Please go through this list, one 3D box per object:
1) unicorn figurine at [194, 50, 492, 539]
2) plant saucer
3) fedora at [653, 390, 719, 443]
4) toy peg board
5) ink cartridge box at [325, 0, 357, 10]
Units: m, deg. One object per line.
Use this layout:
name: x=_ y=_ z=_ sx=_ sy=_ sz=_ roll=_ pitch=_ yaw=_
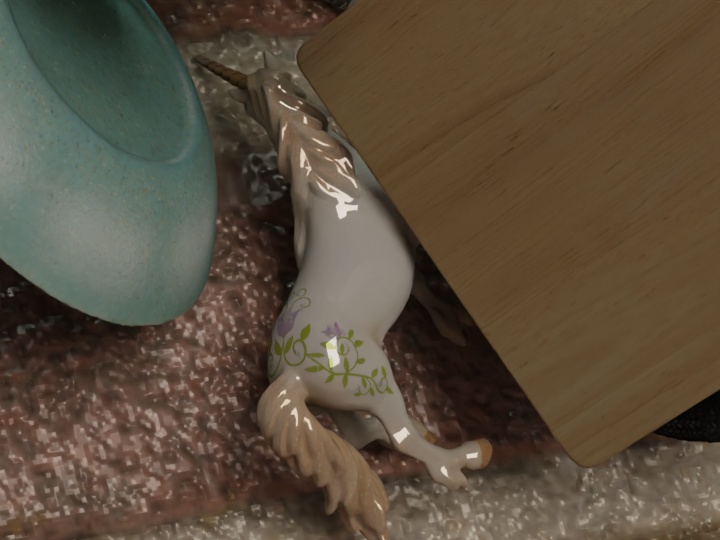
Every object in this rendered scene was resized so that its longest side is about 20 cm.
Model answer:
unicorn figurine: x=0.000 y=0.000 z=0.964 sx=0.137 sy=0.074 sz=0.200 roll=34 pitch=40 yaw=-29
plant saucer: x=-0.110 y=-0.075 z=0.908 sx=0.201 sy=0.039 sz=0.201 roll=42 pitch=28 yaw=-28
fedora: x=0.147 y=-0.024 z=1.013 sx=0.092 sy=0.201 sz=0.201 roll=-3 pitch=66 yaw=-60
toy peg board: x=0.119 y=-0.066 z=0.935 sx=0.199 sy=0.200 sz=0.098 roll=55 pitch=27 yaw=0
ink cartridge box: x=0.009 y=-0.192 z=1.053 sx=0.200 sy=0.085 sz=0.146 roll=26 pitch=60 yaw=-16
